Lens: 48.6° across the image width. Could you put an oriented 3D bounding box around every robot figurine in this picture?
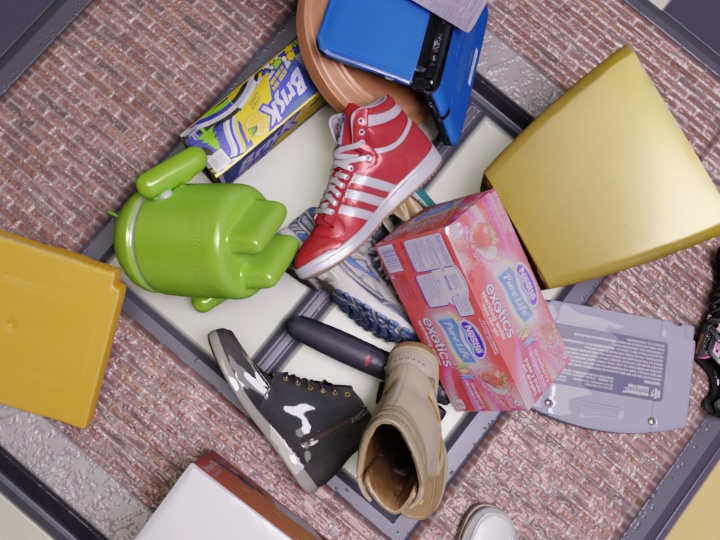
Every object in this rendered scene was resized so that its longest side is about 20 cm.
[{"bbox_3d":[-0.166,-0.031,0.818,0.198,0.176,0.116,2,42,25],"label":"robot figurine"}]

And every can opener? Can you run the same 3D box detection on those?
[{"bbox_3d":[0.011,0.099,0.858,0.199,0.063,0.079,28,82,0],"label":"can opener"}]

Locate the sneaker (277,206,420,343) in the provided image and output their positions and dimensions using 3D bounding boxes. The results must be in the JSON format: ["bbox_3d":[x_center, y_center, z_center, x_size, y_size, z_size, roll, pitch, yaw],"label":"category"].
[{"bbox_3d":[0.000,0.000,0.864,0.199,0.077,0.085,37,72,6],"label":"sneaker"}]

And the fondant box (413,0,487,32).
[{"bbox_3d":[0.063,-0.356,0.811,0.199,0.058,0.145,29,67,-1],"label":"fondant box"}]

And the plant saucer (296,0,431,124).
[{"bbox_3d":[0.021,-0.251,0.873,0.199,0.032,0.202,8,78,-37],"label":"plant saucer"}]

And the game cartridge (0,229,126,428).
[{"bbox_3d":[-0.357,0.054,0.830,0.198,0.032,0.178,18,102,-3],"label":"game cartridge"}]

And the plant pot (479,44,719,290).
[{"bbox_3d":[0.234,-0.081,0.842,0.175,0.200,0.201,-29,85,5],"label":"plant pot"}]

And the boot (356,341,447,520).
[{"bbox_3d":[0.043,0.191,0.773,0.072,0.156,0.202,4,113,11],"label":"boot"}]

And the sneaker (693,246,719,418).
[{"bbox_3d":[0.412,0.071,0.881,0.086,0.080,0.202,-5,81,-3],"label":"sneaker"}]

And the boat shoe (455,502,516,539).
[{"bbox_3d":[0.129,0.348,0.827,0.074,0.068,0.202,9,81,-3],"label":"boat shoe"}]

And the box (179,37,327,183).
[{"bbox_3d":[-0.102,-0.180,0.886,0.200,0.070,0.064,-41,88,-8],"label":"box"}]

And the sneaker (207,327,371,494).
[{"bbox_3d":[-0.073,0.126,0.850,0.106,0.075,0.201,-36,95,-12],"label":"sneaker"}]

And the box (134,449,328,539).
[{"bbox_3d":[-0.109,0.283,0.778,0.199,0.152,0.107,37,82,1],"label":"box"}]

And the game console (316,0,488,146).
[{"bbox_3d":[0.054,-0.262,0.869,0.117,0.171,0.201,6,66,23],"label":"game console"}]

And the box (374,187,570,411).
[{"bbox_3d":[0.115,0.033,0.800,0.095,0.102,0.201,-37,105,-38],"label":"box"}]

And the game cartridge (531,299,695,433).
[{"bbox_3d":[0.267,0.110,0.888,0.198,0.041,0.134,11,78,-2],"label":"game cartridge"}]

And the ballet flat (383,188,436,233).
[{"bbox_3d":[0.078,-0.043,0.892,0.200,0.069,0.063,45,109,5],"label":"ballet flat"}]

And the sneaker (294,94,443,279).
[{"bbox_3d":[-0.016,-0.091,0.803,0.200,0.071,0.113,-45,112,-16],"label":"sneaker"}]
